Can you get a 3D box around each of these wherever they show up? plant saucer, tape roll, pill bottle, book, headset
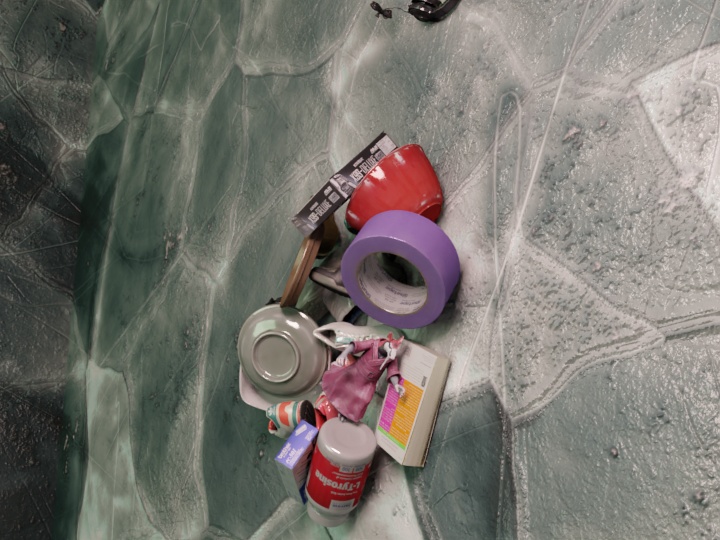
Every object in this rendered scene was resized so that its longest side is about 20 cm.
[{"bbox_3d":[-0.167,0.172,1.830,0.198,0.050,0.203,3,102,15],"label":"plant saucer"},{"bbox_3d":[0.071,0.000,1.585,0.200,0.200,0.085,-38,11,44],"label":"tape roll"},{"bbox_3d":[-0.043,0.388,1.702,0.113,0.111,0.202,55,140,47],"label":"pill bottle"},{"bbox_3d":[0.088,0.237,1.633,0.133,0.048,0.202,23,99,60],"label":"book"},{"bbox_3d":[0.117,-0.555,1.786,0.199,0.093,0.125,-20,63,39],"label":"headset"},{"bbox_3d":[-0.114,-0.016,1.795,0.200,0.029,0.202,-158,90,-82],"label":"plant saucer"}]

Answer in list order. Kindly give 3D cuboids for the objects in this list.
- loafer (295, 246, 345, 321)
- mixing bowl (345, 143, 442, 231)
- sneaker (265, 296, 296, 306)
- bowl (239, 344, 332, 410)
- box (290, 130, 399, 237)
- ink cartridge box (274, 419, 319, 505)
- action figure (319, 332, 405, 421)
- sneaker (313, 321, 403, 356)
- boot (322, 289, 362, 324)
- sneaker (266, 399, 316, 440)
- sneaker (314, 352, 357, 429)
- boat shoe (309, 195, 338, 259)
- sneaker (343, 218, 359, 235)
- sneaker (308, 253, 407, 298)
[{"bbox_3d":[-0.083,0.036,1.928,0.200,0.070,0.070,-50,33,22],"label":"loafer"},{"bbox_3d":[0.080,-0.121,1.654,0.108,0.199,0.201,46,121,20],"label":"mixing bowl"},{"bbox_3d":[-0.159,0.117,2.003,0.199,0.076,0.113,16,96,56],"label":"sneaker"},{"bbox_3d":[-0.151,0.200,1.895,0.197,0.075,0.202,12,106,13],"label":"bowl"},{"bbox_3d":[-0.028,-0.164,1.703,0.200,0.050,0.158,-46,4,-41],"label":"box"},{"bbox_3d":[-0.113,0.378,1.750,0.044,0.201,0.094,27,62,20],"label":"ink cartridge box"},{"bbox_3d":[0.021,0.187,1.670,0.200,0.134,0.149,-48,0,22],"label":"action figure"},{"bbox_3d":[-0.007,0.138,1.741,0.199,0.088,0.076,3,87,41],"label":"sneaker"},{"bbox_3d":[-0.004,0.028,1.823,0.096,0.073,0.201,59,133,34],"label":"boot"},{"bbox_3d":[-0.134,0.316,1.813,0.092,0.200,0.071,0,60,11],"label":"sneaker"},{"bbox_3d":[-0.048,0.258,1.788,0.073,0.086,0.203,-4,77,54],"label":"sneaker"},{"bbox_3d":[-0.089,-0.085,1.964,0.201,0.072,0.065,-90,14,-50],"label":"boat shoe"},{"bbox_3d":[0.034,-0.146,1.785,0.078,0.090,0.201,51,121,48],"label":"sneaker"},{"bbox_3d":[0.000,0.000,1.750,0.197,0.076,0.116,11,79,18],"label":"sneaker"}]
